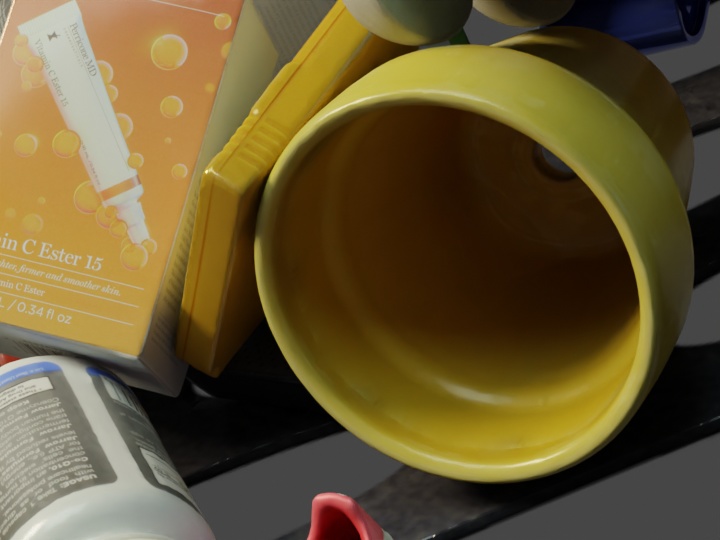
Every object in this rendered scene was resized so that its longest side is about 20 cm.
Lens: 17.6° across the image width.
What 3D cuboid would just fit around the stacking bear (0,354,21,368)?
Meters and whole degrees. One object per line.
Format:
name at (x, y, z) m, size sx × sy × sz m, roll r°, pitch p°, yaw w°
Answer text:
stacking bear at (-0.170, -0.004, 1.343) m, size 0.121 × 0.114 × 0.200 m, roll -9°, pitch 44°, yaw 2°

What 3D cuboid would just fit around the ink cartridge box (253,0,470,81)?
ink cartridge box at (-0.043, -0.116, 1.368) m, size 0.200 × 0.148 × 0.076 m, roll -35°, pitch 31°, yaw -13°

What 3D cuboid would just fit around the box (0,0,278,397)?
box at (-0.134, -0.051, 1.220) m, size 0.124 × 0.098 × 0.201 m, roll 13°, pitch 77°, yaw 11°

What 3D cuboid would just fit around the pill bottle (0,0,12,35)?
pill bottle at (-0.175, -0.151, 1.474) m, size 0.200 × 0.111 × 0.111 m, roll -46°, pitch 17°, yaw 39°

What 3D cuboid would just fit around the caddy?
caddy at (0.140, -0.204, 1.367) m, size 0.105 × 0.142 × 0.200 m, roll -9°, pitch 35°, yaw 23°

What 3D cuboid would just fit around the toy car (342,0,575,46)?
toy car at (0.082, -0.196, 1.081) m, size 0.175 × 0.151 × 0.200 m, roll -15°, pitch 0°, yaw 42°

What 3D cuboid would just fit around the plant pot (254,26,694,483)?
plant pot at (0.075, -0.027, 1.133) m, size 0.200 × 0.202 × 0.189 m, roll -8°, pitch 20°, yaw 28°

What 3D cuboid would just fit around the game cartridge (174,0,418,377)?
game cartridge at (-0.029, -0.058, 1.188) m, size 0.032 × 0.177 × 0.200 m, roll 30°, pitch 55°, yaw 11°

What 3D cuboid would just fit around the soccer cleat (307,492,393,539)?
soccer cleat at (-0.024, 0.185, 0.992) m, size 0.066 × 0.077 × 0.200 m, roll -9°, pitch 36°, yaw 26°

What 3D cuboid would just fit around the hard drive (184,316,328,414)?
hard drive at (0.000, 0.000, 1.271) m, size 0.135 × 0.042 × 0.200 m, roll 5°, pitch 45°, yaw 40°

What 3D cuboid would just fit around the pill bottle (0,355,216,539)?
pill bottle at (-0.131, 0.132, 1.112) m, size 0.114 × 0.114 × 0.200 m, roll -30°, pitch 32°, yaw -5°
